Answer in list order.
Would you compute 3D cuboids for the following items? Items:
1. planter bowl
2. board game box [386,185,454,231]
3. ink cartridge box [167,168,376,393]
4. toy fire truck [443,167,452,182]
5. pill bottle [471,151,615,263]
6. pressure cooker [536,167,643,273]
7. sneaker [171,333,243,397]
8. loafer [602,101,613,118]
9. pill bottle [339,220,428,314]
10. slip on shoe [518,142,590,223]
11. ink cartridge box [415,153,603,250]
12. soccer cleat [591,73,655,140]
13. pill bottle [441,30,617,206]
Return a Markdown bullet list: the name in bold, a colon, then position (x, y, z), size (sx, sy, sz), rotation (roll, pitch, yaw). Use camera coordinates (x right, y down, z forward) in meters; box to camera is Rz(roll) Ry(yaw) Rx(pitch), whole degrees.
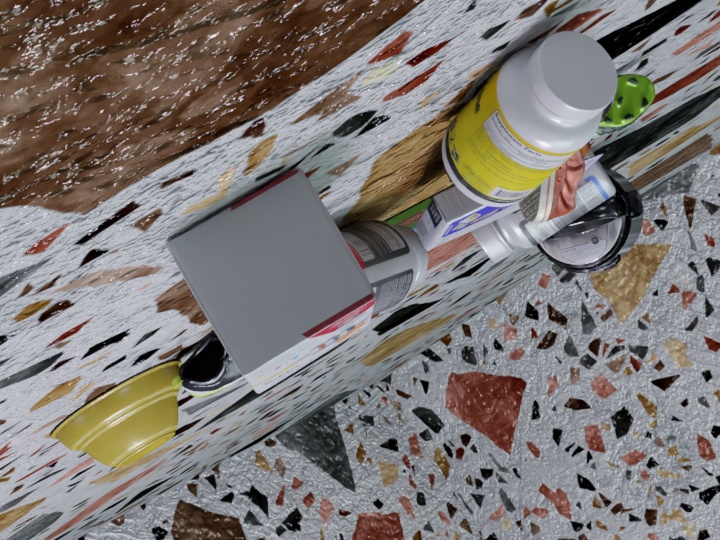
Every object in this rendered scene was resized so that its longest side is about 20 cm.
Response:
- **planter bowl**: position (-0.307, 0.208, 1.910), size (0.200, 0.084, 0.200), rotation (-31, 171, -5)
- **board game box**: position (0.043, -0.043, 1.904), size (0.199, 0.029, 0.135), rotation (-28, 172, -23)
- **ink cartridge box**: position (-0.081, 0.016, 1.372), size (0.145, 0.145, 0.200), rotation (-31, 173, -5)
- **toy fire truck**: position (0.146, -0.136, 1.648), size (0.141, 0.049, 0.200), rotation (-27, 173, -21)
- **pill bottle**: position (0.247, -0.103, 2.001), size (0.200, 0.114, 0.114), rotation (-33, 172, 11)
- **pressure cooker**: position (0.368, -0.087, 2.358), size (0.176, 0.178, 0.200), rotation (-59, 164, 13)
- **sneaker**: position (-0.158, 0.104, 1.879), size (0.200, 0.072, 0.083), rotation (-37, 163, -1)
- **loafer**: position (0.244, -0.190, 1.663), size (0.071, 0.073, 0.200), rotation (-39, 180, -21)
- **pill bottle**: position (0.000, 0.000, 1.703), size (0.111, 0.111, 0.200), rotation (-36, 171, 32)
- **slip on shoe**: position (0.215, -0.144, 1.515), size (0.061, 0.074, 0.201), rotation (-7, 121, -22)
- **ink cartridge box**: position (0.169, -0.092, 1.665), size (0.199, 0.044, 0.198), rotation (-23, 174, -7)
- **soccer cleat**: position (0.281, -0.192, 1.812), size (0.199, 0.068, 0.081), rotation (-30, -170, -5)
- **pill bottle**: position (0.168, -0.151, 1.409), size (0.112, 0.113, 0.200), rotation (-27, 171, -30)
